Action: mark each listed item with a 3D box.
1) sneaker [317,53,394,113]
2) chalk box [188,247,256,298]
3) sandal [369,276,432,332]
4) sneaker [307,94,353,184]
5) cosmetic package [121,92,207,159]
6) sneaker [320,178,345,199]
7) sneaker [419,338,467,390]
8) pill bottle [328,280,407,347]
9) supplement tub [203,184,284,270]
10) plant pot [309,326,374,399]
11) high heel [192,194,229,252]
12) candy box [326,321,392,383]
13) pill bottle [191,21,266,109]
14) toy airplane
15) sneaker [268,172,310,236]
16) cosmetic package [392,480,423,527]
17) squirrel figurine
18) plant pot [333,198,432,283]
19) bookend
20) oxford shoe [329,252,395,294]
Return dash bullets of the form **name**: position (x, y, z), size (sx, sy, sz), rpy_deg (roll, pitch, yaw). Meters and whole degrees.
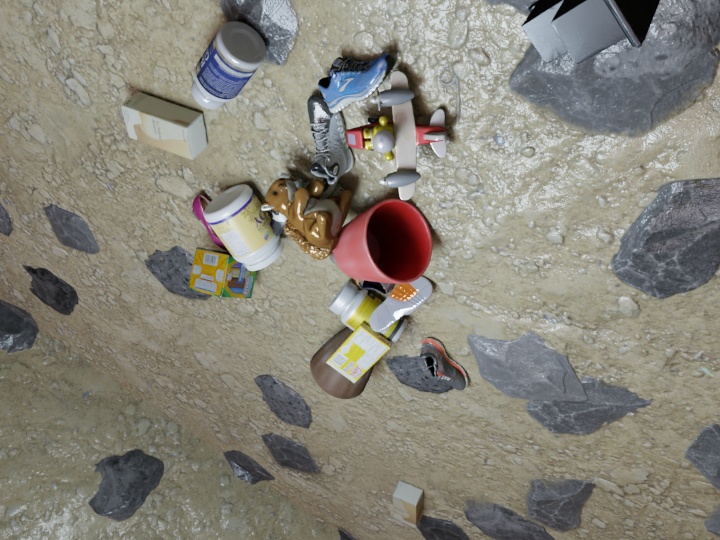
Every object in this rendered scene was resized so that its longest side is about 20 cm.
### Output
- **sneaker**: position (-0.017, -0.390, 1.374), size (0.200, 0.079, 0.089), rpy_deg (-16, 123, 45)
- **chalk box**: position (-0.387, 0.011, 2.003), size (0.125, 0.124, 0.200), rpy_deg (12, -179, 26)
- **sandal**: position (0.108, 0.085, 1.794), size (0.207, 0.059, 0.079), rpy_deg (-40, 72, 23)
- **sneaker**: position (-0.081, -0.279, 1.508), size (0.075, 0.116, 0.200), rpy_deg (2, 133, 34)
- **cosmetic package**: position (-0.497, -0.368, 1.733), size (0.200, 0.071, 0.105), rpy_deg (20, 140, 17)
- **sneaker**: position (-0.086, -0.152, 1.692), size (0.089, 0.077, 0.200), rpy_deg (31, 145, -11)
- **sneaker**: position (0.226, 0.284, 1.928), size (0.077, 0.082, 0.200), rpy_deg (-19, 119, 46)
- **pill bottle**: position (0.019, 0.125, 1.878), size (0.200, 0.114, 0.114), rpy_deg (37, 142, -5)
- **supplement tub**: position (-0.308, -0.113, 1.826), size (0.145, 0.145, 0.200), rpy_deg (-6, 128, 39)
- **plant pot**: position (-0.027, 0.247, 2.011), size (0.187, 0.187, 0.200), rpy_deg (33, 129, 1)
- **high heel**: position (-0.402, -0.127, 1.937), size (0.200, 0.067, 0.096), rpy_deg (40, 153, -3)
- **candy box**: position (-0.006, 0.228, 1.874), size (0.102, 0.026, 0.200), rpy_deg (35, 131, -6)
- **pill bottle**: position (-0.297, -0.440, 1.491), size (0.111, 0.111, 0.200), rpy_deg (43, 141, -12)
- **toy airplane**: position (0.080, -0.269, 1.382), size (0.200, 0.141, 0.199), rpy_deg (46, 124, 4)
- **sneaker**: position (-0.200, -0.174, 1.748), size (0.088, 0.074, 0.200), rpy_deg (32, 133, 1)
- **cosmetic package**: position (0.184, 0.908, 2.645), size (0.105, 0.071, 0.200), rpy_deg (16, 139, 21)
- **squirrel figurine**: position (-0.138, -0.123, 1.596), size (0.186, 0.142, 0.200), rpy_deg (22, 135, 14)
- **plant pot**: position (0.040, -0.059, 1.618), size (0.200, 0.201, 0.177), rpy_deg (50, 150, -20)
- **bookend**: position (0.335, -0.377, 1.038), size (0.199, 0.200, 0.092), rpy_deg (-22, 117, 46)
- **oxford shoe**: position (0.000, 0.000, 1.788), size (0.200, 0.073, 0.071), rpy_deg (23, 142, 14)
